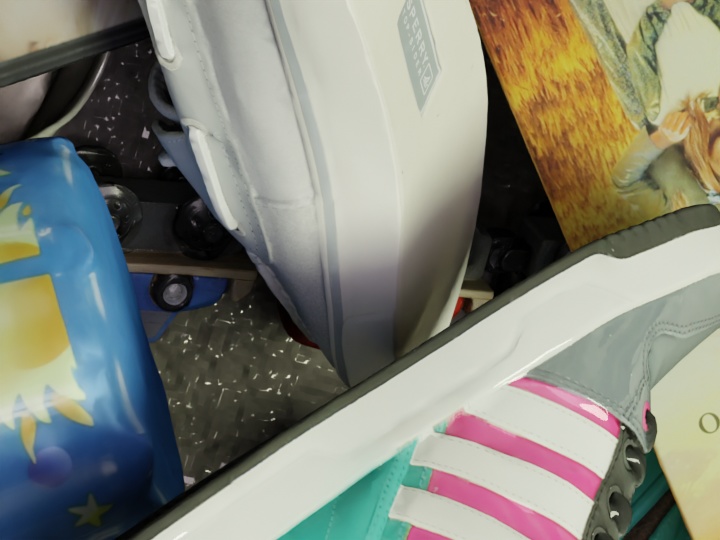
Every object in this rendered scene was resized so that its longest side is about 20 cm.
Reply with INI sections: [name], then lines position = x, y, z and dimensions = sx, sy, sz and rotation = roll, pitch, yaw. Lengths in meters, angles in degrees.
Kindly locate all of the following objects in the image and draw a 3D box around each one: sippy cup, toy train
[sippy cup]
position = -0.111, 0.033, 0.664
dimensions = 0.130, 0.178, 0.141
rotation = -17, 100, -1
[toy train]
position = 0.000, 0.000, 0.770
dimensions = 0.199, 0.034, 0.046
rotation = 5, 114, -23

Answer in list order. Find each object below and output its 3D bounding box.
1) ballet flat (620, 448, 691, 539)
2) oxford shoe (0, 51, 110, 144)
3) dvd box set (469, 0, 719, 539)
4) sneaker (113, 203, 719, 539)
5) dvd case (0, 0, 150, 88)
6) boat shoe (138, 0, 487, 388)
[ballet flat]
position = 0.053, 0.082, 0.787
dimensions = 0.200, 0.067, 0.070
rotation = -47, 146, 14
[oxford shoe]
position = -0.080, -0.114, 0.696
dimensions = 0.075, 0.058, 0.201
rotation = 8, 99, -18
[dvd box set]
position = 0.121, -0.020, 0.709
dimensions = 0.146, 0.029, 0.201
rotation = -23, 87, 14
[sneaker]
position = 0.036, 0.073, 0.637
dimensions = 0.200, 0.084, 0.121
rotation = -31, 88, -34
[dvd case]
position = -0.061, -0.121, 0.659
dimensions = 0.200, 0.017, 0.144
rotation = -26, 117, -53
[boat shoe]
position = -0.016, -0.039, 0.674
dimensions = 0.200, 0.068, 0.072
rotation = 71, 36, -58
